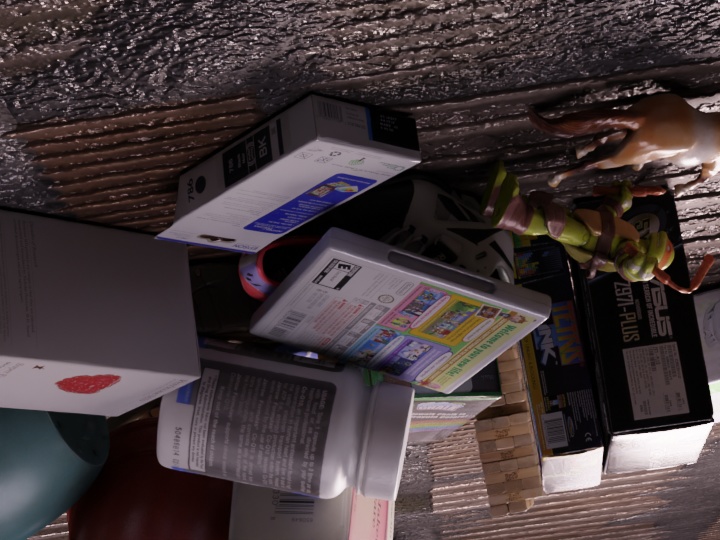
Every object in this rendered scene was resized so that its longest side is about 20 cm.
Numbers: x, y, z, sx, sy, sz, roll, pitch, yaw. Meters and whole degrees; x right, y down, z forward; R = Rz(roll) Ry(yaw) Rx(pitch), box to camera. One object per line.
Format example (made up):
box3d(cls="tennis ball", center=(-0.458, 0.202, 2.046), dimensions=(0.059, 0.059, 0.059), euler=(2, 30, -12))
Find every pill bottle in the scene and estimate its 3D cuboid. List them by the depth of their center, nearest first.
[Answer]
box3d(cls="pill bottle", center=(-0.060, 0.126, 1.545), dimensions=(0.199, 0.114, 0.114), euler=(11, 162, 4))

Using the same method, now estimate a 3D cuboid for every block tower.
box3d(cls="block tower", center=(0.133, 0.127, 1.768), dimensions=(0.054, 0.201, 0.058), euler=(-11, 177, 11))

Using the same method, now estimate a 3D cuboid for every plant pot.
box3d(cls="plant pot", center=(-0.322, 0.146, 1.656), dimensions=(0.161, 0.201, 0.201), euler=(-26, 158, 12))
box3d(cls="plant pot", center=(-0.183, 0.264, 1.678), dimensions=(0.200, 0.202, 0.195), euler=(-9, -159, 5))

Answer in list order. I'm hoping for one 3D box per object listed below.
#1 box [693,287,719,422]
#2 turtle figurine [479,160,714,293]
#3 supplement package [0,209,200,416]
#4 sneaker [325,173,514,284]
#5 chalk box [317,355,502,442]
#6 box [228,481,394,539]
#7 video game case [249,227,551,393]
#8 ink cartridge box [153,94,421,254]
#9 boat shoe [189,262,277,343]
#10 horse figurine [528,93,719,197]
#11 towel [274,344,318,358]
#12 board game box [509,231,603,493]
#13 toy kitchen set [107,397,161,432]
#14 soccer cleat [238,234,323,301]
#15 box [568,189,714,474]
box3d(cls="box", center=(0.384, 0.081, 1.882), dimensions=(0.176, 0.097, 0.200), euler=(-16, 161, 18))
box3d(cls="turtle figurine", center=(0.173, -0.033, 1.416), dimensions=(0.161, 0.200, 0.065), euler=(18, 115, -10))
box3d(cls="supplement package", center=(-0.241, 0.037, 1.452), dimensions=(0.200, 0.120, 0.121), euler=(9, 155, -42))
box3d(cls="sneaker", center=(0.058, -0.017, 1.453), dimensions=(0.200, 0.089, 0.074), euler=(11, 147, -45))
box3d(cls="chalk box", center=(0.046, 0.071, 1.672), dimensions=(0.124, 0.124, 0.200), euler=(0, 160, -18))
box3d(cls="box", center=(-0.039, 0.214, 1.683), dimensions=(0.108, 0.128, 0.200), euler=(-1, 158, 12))
box3d(cls="video game case", center=(0.027, 0.035, 1.461), dimensions=(0.181, 0.022, 0.200), euler=(18, 154, -14))
box3d(cls="ink cartridge box", center=(-0.058, -0.066, 1.346), dimensions=(0.099, 0.039, 0.200), euler=(9, 155, -41))
box3d(cls="boat shoe", center=(-0.066, 0.027, 1.583), dimensions=(0.199, 0.076, 0.072), euler=(3, 165, -4))
box3d(cls="horse figurine", center=(0.220, -0.095, 1.351), dimensions=(0.199, 0.050, 0.132), euler=(5, 159, -35))
box3d(cls="towel", center=(-0.004, 0.086, 1.842), dimensions=(0.199, 0.024, 0.145), euler=(-3, 167, -19))
box3d(cls="board game box", center=(0.166, 0.079, 1.617), dimensions=(0.056, 0.201, 0.165), euler=(-10, 163, 4))
box3d(cls="toy kitchen set", center=(-0.184, 0.217, 1.833), dimensions=(0.200, 0.181, 0.163), euler=(-23, -172, 42))
box3d(cls="soccer cleat", center=(0.000, 0.000, 1.519), dimensions=(0.199, 0.067, 0.076), euler=(1, 172, -10))
box3d(cls="box", center=(0.233, 0.056, 1.569), dimensions=(0.086, 0.201, 0.164), euler=(-8, 162, 2))
